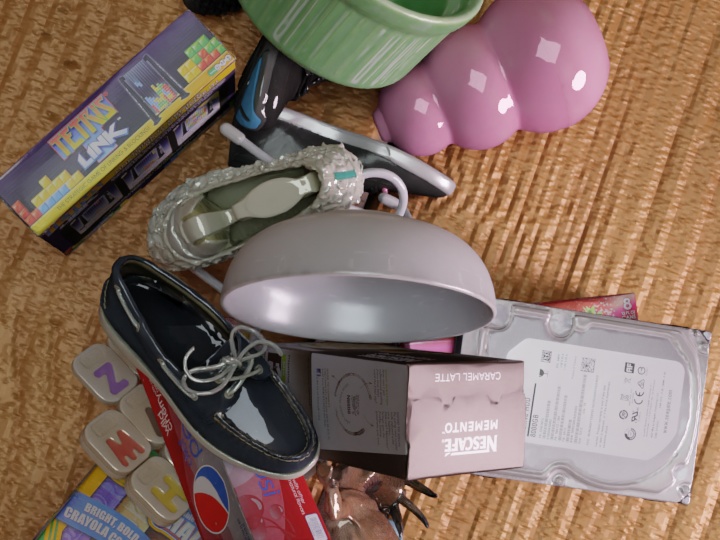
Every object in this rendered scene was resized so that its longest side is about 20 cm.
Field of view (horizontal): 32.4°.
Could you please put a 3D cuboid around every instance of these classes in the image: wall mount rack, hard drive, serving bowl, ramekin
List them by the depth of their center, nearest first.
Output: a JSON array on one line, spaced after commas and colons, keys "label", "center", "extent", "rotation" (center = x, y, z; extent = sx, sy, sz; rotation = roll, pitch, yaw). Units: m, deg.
[{"label": "serving bowl", "center": [0.000, 0.000, 0.902], "extent": [0.199, 0.200, 0.066], "rotation": [5, 74, -5]}, {"label": "hard drive", "center": [0.168, 0.101, 0.974], "extent": [0.199, 0.038, 0.140], "rotation": [10, 86, -4]}, {"label": "ramekin", "center": [-0.009, -0.240, 0.979], "extent": [0.199, 0.098, 0.201], "rotation": [23, 44, -25]}, {"label": "wall mount rack", "center": [-0.058, -0.023, 0.998], "extent": [0.173, 0.075, 0.200], "rotation": [20, 115, -28]}]

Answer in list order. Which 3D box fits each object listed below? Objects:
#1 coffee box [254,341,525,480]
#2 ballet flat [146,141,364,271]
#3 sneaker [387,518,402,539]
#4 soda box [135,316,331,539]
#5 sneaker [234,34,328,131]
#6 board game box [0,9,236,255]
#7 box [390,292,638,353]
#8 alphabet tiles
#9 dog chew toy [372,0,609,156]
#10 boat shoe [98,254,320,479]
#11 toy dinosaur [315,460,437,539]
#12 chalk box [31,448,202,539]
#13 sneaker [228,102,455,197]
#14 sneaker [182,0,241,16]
[{"label": "coffee box", "center": [0.013, 0.098, 0.924], "extent": [0.114, 0.200, 0.080], "rotation": [1, 91, -37]}, {"label": "ballet flat", "center": [-0.092, -0.048, 0.934], "extent": [0.199, 0.072, 0.072], "rotation": [-21, 86, 24]}, {"label": "sneaker", "center": [-0.006, 0.238, 1.032], "extent": [0.199, 0.074, 0.082], "rotation": [25, 65, -5]}, {"label": "soda box", "center": [-0.098, 0.135, 0.925], "extent": [0.063, 0.070, 0.201], "rotation": [-5, 58, -38]}, {"label": "sneaker", "center": [-0.042, -0.183, 1.027], "extent": [0.082, 0.073, 0.200], "rotation": [31, 52, -12]}, {"label": "board game box", "center": [-0.190, -0.104, 0.991], "extent": [0.200, 0.165, 0.057], "rotation": [-43, 90, -8]}, {"label": "box", "center": [0.129, 0.080, 1.038], "extent": [0.199, 0.095, 0.100], "rotation": [-6, 86, -6]}, {"label": "alphabet tiles", "center": [-0.126, 0.113, 0.988], "extent": [0.196, 0.015, 0.200], "rotation": [45, 42, 5]}, {"label": "dog chew toy", "center": [0.106, -0.159, 1.050], "extent": [0.199, 0.125, 0.125], "rotation": [-23, 87, 1]}, {"label": "boat shoe", "center": [-0.105, 0.065, 0.878], "extent": [0.200, 0.062, 0.075], "rotation": [45, 57, 13]}, {"label": "toy dinosaur", "center": [0.007, 0.215, 0.964], "extent": [0.135, 0.086, 0.201], "rotation": [6, 67, -44]}, {"label": "chalk box", "center": [-0.182, 0.221, 0.965], "extent": [0.124, 0.124, 0.200], "rotation": [39, 50, -1]}, {"label": "sneaker", "center": [-0.024, -0.071, 1.056], "extent": [0.199, 0.071, 0.100], "rotation": [18, 91, -3]}, {"label": "sneaker", "center": [-0.099, -0.312, 1.077], "extent": [0.093, 0.070, 0.200], "rotation": [39, 86, 20]}]
